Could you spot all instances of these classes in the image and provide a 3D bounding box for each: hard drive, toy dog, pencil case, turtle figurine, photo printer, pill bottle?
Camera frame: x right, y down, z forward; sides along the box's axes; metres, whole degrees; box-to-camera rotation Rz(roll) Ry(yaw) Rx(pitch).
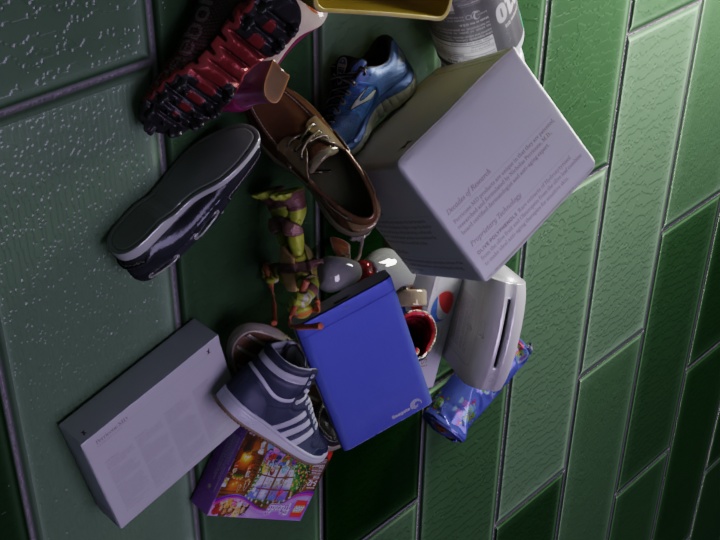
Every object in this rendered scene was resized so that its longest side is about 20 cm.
[{"bbox_3d":[0.004,0.113,1.424,0.131,0.025,0.202,-27,123,-12],"label":"hard drive"},{"bbox_3d":[0.000,0.000,1.470,0.199,0.095,0.134,28,63,-44],"label":"toy dog"},{"bbox_3d":[0.183,0.177,1.812,0.201,0.078,0.087,-50,120,-13],"label":"pencil case"},{"bbox_3d":[-0.073,-0.011,1.315,0.063,0.200,0.164,-13,102,-15],"label":"turtle figurine"},{"bbox_3d":[0.169,0.068,1.621,0.068,0.200,0.169,9,101,-13],"label":"photo printer"},{"bbox_3d":[0.136,-0.310,1.406,0.113,0.112,0.201,-47,142,-17],"label":"pill bottle"}]

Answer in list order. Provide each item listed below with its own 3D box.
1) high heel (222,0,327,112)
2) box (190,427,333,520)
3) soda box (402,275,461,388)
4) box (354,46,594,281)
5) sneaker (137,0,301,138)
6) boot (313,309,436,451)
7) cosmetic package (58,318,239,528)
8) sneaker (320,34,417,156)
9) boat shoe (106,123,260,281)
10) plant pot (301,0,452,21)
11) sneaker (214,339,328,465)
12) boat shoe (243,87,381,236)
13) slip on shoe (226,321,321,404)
[{"bbox_3d":[-0.100,-0.257,1.229,0.068,0.095,0.202,50,53,-41],"label":"high heel"},{"bbox_3d":[-0.120,0.258,1.533,0.199,0.039,0.138,19,98,-54],"label":"box"},{"bbox_3d":[0.084,0.068,1.636,0.068,0.063,0.203,-10,120,-47],"label":"soda box"},{"bbox_3d":[0.114,-0.118,1.330,0.200,0.198,0.172,-45,107,-14],"label":"box"},{"bbox_3d":[-0.149,-0.219,1.158,0.200,0.098,0.071,-42,139,13],"label":"sneaker"},{"bbox_3d":[0.016,0.140,1.519,0.151,0.073,0.200,-48,173,39],"label":"boot"},{"bbox_3d":[-0.233,0.175,1.332,0.199,0.051,0.152,-39,140,-28],"label":"cosmetic package"},{"bbox_3d":[-0.019,-0.198,1.338,0.200,0.078,0.090,-49,132,-26],"label":"sneaker"},{"bbox_3d":[-0.178,-0.072,1.223,0.199,0.076,0.061,-40,140,-8],"label":"boat shoe"},{"bbox_3d":[-0.015,-0.371,1.129,0.198,0.175,0.203,-9,120,-46],"label":"plant pot"},{"bbox_3d":[-0.076,0.157,1.391,0.109,0.070,0.200,-49,137,2],"label":"sneaker"},{"bbox_3d":[-0.045,-0.126,1.249,0.076,0.200,0.074,-43,-176,-10],"label":"boat shoe"},{"bbox_3d":[-0.106,0.106,1.435,0.076,0.061,0.199,-45,142,9],"label":"slip on shoe"}]
